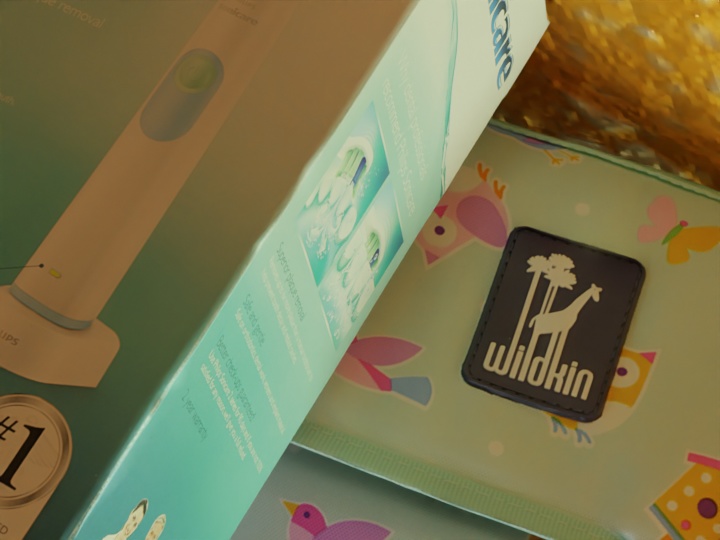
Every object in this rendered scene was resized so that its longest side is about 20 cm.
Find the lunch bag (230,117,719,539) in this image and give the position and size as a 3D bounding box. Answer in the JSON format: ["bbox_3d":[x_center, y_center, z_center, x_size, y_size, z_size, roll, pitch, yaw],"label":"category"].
[{"bbox_3d":[0.035,0.064,0.570,0.170,0.200,0.122,18,-173,9],"label":"lunch bag"}]

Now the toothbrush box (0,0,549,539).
[{"bbox_3d":[-0.068,-0.029,0.504,0.146,0.200,0.085,24,160,18],"label":"toothbrush box"}]
